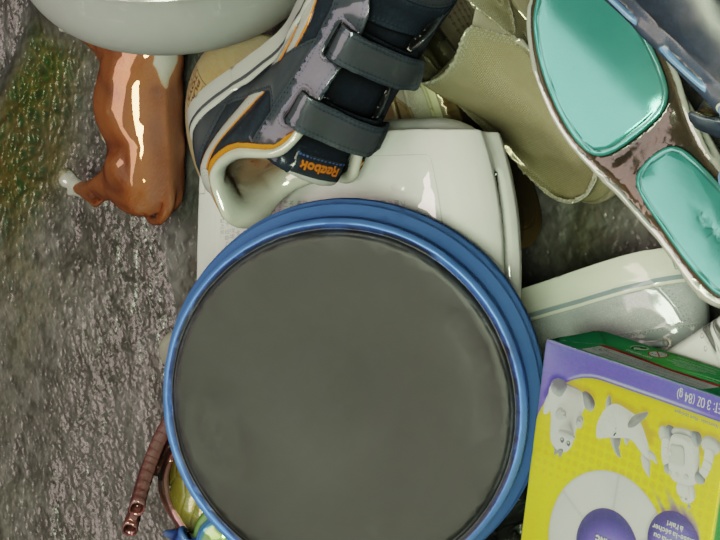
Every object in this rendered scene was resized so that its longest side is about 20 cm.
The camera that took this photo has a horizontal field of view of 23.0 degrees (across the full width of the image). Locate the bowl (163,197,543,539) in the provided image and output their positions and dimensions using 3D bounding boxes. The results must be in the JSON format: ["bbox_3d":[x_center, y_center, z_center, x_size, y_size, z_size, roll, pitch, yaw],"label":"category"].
[{"bbox_3d":[-0.007,0.065,0.895,0.200,0.039,0.202,2,98,12],"label":"bowl"}]

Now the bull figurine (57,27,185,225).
[{"bbox_3d":[-0.159,-0.133,1.230,0.121,0.065,0.201,9,98,49],"label":"bull figurine"}]

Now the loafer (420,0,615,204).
[{"bbox_3d":[0.068,-0.112,0.957,0.200,0.068,0.076,54,146,-3],"label":"loafer"}]

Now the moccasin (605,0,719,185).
[{"bbox_3d":[0.186,-0.093,0.850,0.068,0.080,0.200,-38,88,34],"label":"moccasin"}]

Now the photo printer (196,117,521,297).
[{"bbox_3d":[0.000,0.000,0.973,0.199,0.069,0.167,1,90,39],"label":"photo printer"}]

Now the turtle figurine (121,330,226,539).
[{"bbox_3d":[-0.056,0.115,1.130,0.144,0.200,0.194,58,176,-32],"label":"turtle figurine"}]

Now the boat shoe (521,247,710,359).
[{"bbox_3d":[0.105,0.048,0.971,0.200,0.070,0.072,-24,71,41],"label":"boat shoe"}]

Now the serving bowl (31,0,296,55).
[{"bbox_3d":[-0.115,-0.187,1.103,0.200,0.200,0.066,33,139,39],"label":"serving bowl"}]

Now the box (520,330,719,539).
[{"bbox_3d":[0.131,0.140,0.853,0.117,0.048,0.201,17,108,45],"label":"box"}]

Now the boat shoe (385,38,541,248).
[{"bbox_3d":[0.039,-0.098,1.024,0.066,0.074,0.201,-25,75,38],"label":"boat shoe"}]

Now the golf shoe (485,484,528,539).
[{"bbox_3d":[0.003,0.140,1.002,0.094,0.199,0.078,-40,38,56],"label":"golf shoe"}]

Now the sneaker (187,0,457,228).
[{"bbox_3d":[-0.011,-0.095,0.900,0.200,0.078,0.080,-41,49,36],"label":"sneaker"}]

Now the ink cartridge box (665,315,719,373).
[{"bbox_3d":[0.210,0.093,0.858,0.200,0.084,0.145,-40,65,41],"label":"ink cartridge box"}]

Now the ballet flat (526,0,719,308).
[{"bbox_3d":[0.151,-0.065,0.908,0.069,0.069,0.200,-43,74,39],"label":"ballet flat"}]

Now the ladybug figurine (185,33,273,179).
[{"bbox_3d":[-0.036,-0.073,1.100,0.200,0.072,0.136,45,127,33],"label":"ladybug figurine"}]
